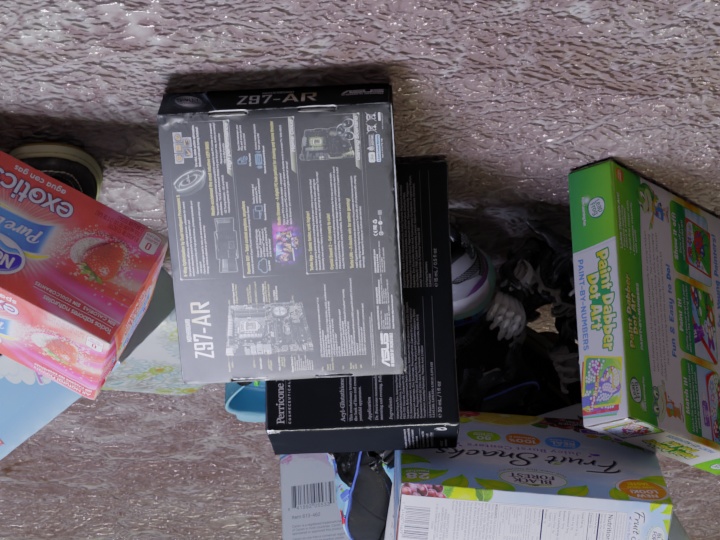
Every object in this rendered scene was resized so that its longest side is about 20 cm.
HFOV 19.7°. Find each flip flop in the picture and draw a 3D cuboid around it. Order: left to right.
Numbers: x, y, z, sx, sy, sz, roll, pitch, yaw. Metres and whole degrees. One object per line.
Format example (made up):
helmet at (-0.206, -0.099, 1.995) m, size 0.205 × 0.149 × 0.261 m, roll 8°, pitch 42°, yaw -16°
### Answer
flip flop at (0.170, 0.087, 1.800) m, size 0.057 × 0.200 × 0.082 m, roll -31°, pitch 145°, yaw -35°

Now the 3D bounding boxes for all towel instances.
towel at (-0.196, 0.061, 1.835) m, size 0.170 × 0.049 × 0.200 m, roll 4°, pitch 159°, yaw -23°

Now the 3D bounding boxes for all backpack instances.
backpack at (0.051, 0.140, 1.786) m, size 0.181 × 0.135 × 0.201 m, roll -15°, pitch 144°, yaw -20°

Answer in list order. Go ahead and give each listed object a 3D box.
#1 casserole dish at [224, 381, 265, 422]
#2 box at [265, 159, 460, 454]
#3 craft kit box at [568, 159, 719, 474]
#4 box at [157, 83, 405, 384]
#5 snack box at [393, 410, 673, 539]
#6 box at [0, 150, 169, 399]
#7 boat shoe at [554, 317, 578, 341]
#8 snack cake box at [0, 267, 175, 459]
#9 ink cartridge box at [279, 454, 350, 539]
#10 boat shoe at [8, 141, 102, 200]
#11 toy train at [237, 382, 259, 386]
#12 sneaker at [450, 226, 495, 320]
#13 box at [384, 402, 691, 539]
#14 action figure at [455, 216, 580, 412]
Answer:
casserole dish at (-0.039, 0.070, 1.814) m, size 0.121 × 0.039 × 0.200 m, roll 9°, pitch 141°, yaw -47°
box at (-0.001, 0.028, 1.529) m, size 0.140 × 0.202 × 0.079 m, roll -1°, pitch 162°, yaw 0°
craft kit box at (0.233, 0.040, 1.585) m, size 0.048 × 0.202 × 0.197 m, roll -15°, pitch 156°, yaw 33°
box at (-0.051, -0.023, 1.425) m, size 0.159 × 0.202 × 0.044 m, roll -3°, pitch -158°, yaw 2°
snack box at (0.124, 0.165, 1.560) m, size 0.198 × 0.068 × 0.169 m, roll 4°, pitch -164°, yaw 0°
box at (-0.245, -0.009, 1.439) m, size 0.199 × 0.095 × 0.103 m, roll 28°, pitch 150°, yaw -1°
boat shoe at (0.199, 0.032, 1.737) m, size 0.068 × 0.085 × 0.200 m, roll 2°, pitch 158°, yaw -1°
snack cake box at (-0.243, 0.069, 1.672) m, size 0.200 × 0.067 × 0.115 m, roll -37°, pitch -174°, yaw 35°
ink cartridge box at (0.005, 0.173, 1.930) m, size 0.145 × 0.202 × 0.083 m, roll -9°, pitch 162°, yaw 20°
boat shoe at (-0.227, -0.034, 1.541) m, size 0.073 × 0.065 × 0.200 m, roll 1°, pitch 159°, yaw -3°
toy train at (-0.102, 0.028, 1.691) m, size 0.041 × 0.057 × 0.201 m, roll 5°, pitch 148°, yaw 6°
sneaker at (0.000, 0.000, 1.654) m, size 0.198 × 0.078 × 0.140 m, roll -16°, pitch 156°, yaw 10°
box at (0.147, 0.236, 1.679) m, size 0.199 × 0.200 × 0.131 m, roll -14°, pitch 141°, yaw -18°
action figure at (0.133, 0.042, 1.621) m, size 0.119 × 0.102 × 0.200 m, roll 36°, pitch 113°, yaw -24°
